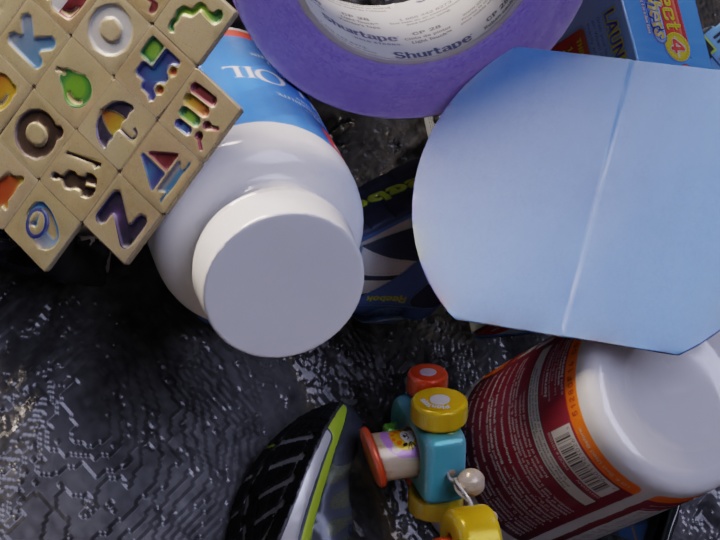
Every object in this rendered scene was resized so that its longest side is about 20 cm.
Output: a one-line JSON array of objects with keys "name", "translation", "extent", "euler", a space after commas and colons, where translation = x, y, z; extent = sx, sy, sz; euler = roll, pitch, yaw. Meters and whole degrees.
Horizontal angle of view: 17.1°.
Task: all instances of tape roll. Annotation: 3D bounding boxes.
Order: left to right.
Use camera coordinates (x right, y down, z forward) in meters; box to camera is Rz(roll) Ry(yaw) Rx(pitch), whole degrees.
[{"name": "tape roll", "translation": [0.021, -0.187, 1.271], "extent": [0.199, 0.200, 0.085], "euler": [20, 20, -22]}]

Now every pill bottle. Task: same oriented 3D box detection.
[{"name": "pill bottle", "translation": [-0.061, -0.039, 1.247], "extent": [0.112, 0.113, 0.200], "euler": [15, 24, -25]}, {"name": "pill bottle", "translation": [0.116, 0.091, 1.303], "extent": [0.109, 0.200, 0.110], "euler": [11, 67, -26]}]

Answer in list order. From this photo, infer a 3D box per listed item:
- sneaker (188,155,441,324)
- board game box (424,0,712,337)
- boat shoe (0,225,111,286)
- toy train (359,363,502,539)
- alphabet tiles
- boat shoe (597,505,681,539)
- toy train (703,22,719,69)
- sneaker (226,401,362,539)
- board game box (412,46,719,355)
[{"name": "sneaker", "translation": [0.000, 0.000, 1.340], "extent": [0.199, 0.074, 0.083], "euler": [-19, 120, -13]}, {"name": "board game box", "translation": [0.118, -0.086, 1.373], "extent": [0.056, 0.196, 0.201], "euler": [-2, 73, -34]}, {"name": "boat shoe", "translation": [-0.180, -0.086, 1.283], "extent": [0.092, 0.075, 0.201], "euler": [1, 58, -10]}, {"name": "toy train", "translation": [0.033, 0.154, 1.280], "extent": [0.055, 0.150, 0.201], "euler": [-8, 67, -17]}, {"name": "alphabet tiles", "translation": [-0.154, -0.105, 1.205], "extent": [0.200, 0.167, 0.006], "euler": [43, 17, 19]}, {"name": "boat shoe", "translation": [0.142, 0.167, 1.374], "extent": [0.069, 0.057, 0.201], "euler": [32, 58, -21]}, {"name": "toy train", "translation": [0.191, -0.063, 1.480], "extent": [0.114, 0.087, 0.200], "euler": [48, 58, 5]}, {"name": "sneaker", "translation": [-0.027, 0.168, 1.279], "extent": [0.081, 0.074, 0.201], "euler": [23, 68, -28]}, {"name": "board game box", "translation": [0.127, -0.031, 1.240], "extent": [0.199, 0.039, 0.159], "euler": [8, 69, 20]}]
